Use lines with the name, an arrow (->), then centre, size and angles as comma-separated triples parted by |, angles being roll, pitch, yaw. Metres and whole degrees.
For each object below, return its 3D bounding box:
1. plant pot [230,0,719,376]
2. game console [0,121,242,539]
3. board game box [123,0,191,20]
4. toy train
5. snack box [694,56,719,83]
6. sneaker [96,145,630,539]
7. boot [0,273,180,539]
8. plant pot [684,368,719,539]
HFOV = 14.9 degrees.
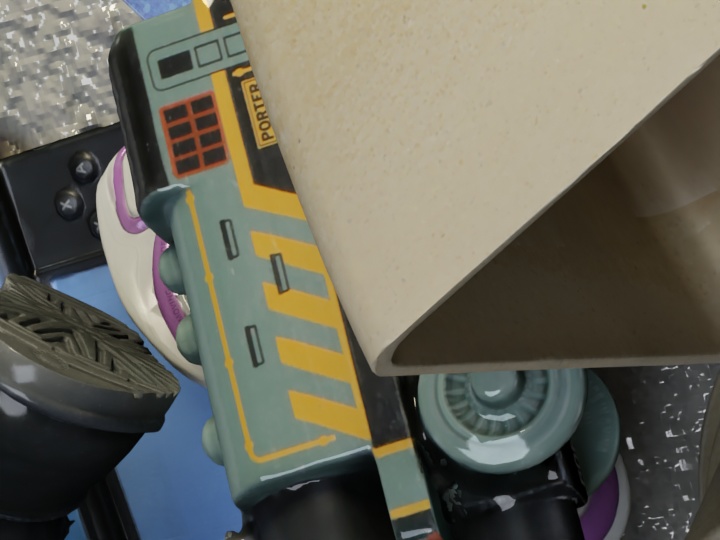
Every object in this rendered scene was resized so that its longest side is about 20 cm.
plant pot -> 0.074, -0.107, 0.663 | 0.200, 0.200, 0.177 | -42, 68, 25
game console -> -0.092, 0.063, 0.893 | 0.175, 0.116, 0.201 | -15, 98, 27
board game box -> 0.043, -0.106, 0.828 | 0.200, 0.043, 0.199 | 43, 117, 9
toy train -> 0.000, 0.000, 0.774 | 0.114, 0.085, 0.201 | -18, 72, 10
snack box -> 0.091, -0.154, 0.757 | 0.072, 0.024, 0.201 | 11, 105, 21
sneaker -> -0.006, 0.036, 0.852 | 0.200, 0.100, 0.075 | 42, 75, 15
boot -> -0.123, 0.107, 0.804 | 0.065, 0.165, 0.201 | 26, 92, -2
plant pot -> 0.163, 0.093, 0.747 | 0.200, 0.183, 0.201 | 6, 106, 23
